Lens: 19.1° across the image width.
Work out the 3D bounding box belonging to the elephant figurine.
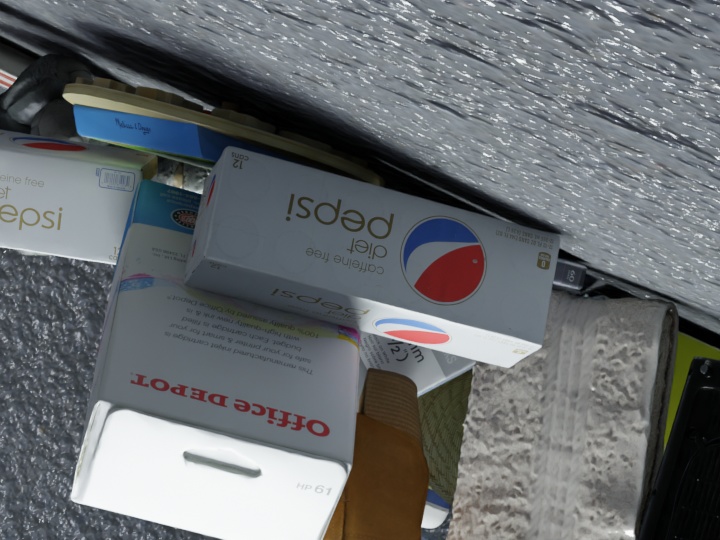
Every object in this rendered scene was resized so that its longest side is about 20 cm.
[{"bbox_3d":[-0.166,-0.067,1.493,0.199,0.142,0.156,5,-139,-45],"label":"elephant figurine"}]

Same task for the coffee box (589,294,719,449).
[{"bbox_3d":[0.202,0.148,1.435,0.199,0.201,0.198,24,178,1],"label":"coffee box"}]

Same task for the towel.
[{"bbox_3d":[0.119,0.111,1.300,0.132,0.202,0.034,7,179,33],"label":"towel"}]

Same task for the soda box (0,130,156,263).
[{"bbox_3d":[-0.232,-0.053,1.345,0.198,0.064,0.068,9,-169,1],"label":"soda box"}]

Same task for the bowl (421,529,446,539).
[{"bbox_3d":[0.091,0.249,1.510,0.199,0.075,0.200,26,179,-34],"label":"bowl"}]

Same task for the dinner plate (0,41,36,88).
[{"bbox_3d":[-0.277,-0.158,1.640,0.199,0.024,0.200,25,176,2],"label":"dinner plate"}]

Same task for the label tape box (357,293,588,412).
[{"bbox_3d":[0.049,0.041,1.420,0.066,0.199,0.143,60,-177,1],"label":"label tape box"}]

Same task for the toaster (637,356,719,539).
[{"bbox_3d":[0.260,0.165,1.230,0.180,0.201,0.118,10,167,41],"label":"toaster"}]

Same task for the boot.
[{"bbox_3d":[-0.058,0.118,1.287,0.199,0.145,0.071,6,137,0],"label":"boot"}]

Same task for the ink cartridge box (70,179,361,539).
[{"bbox_3d":[-0.078,0.054,1.219,0.143,0.085,0.201,15,-143,-9],"label":"ink cartridge box"}]

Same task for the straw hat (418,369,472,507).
[{"bbox_3d":[0.135,0.099,1.585,0.200,0.202,0.085,25,159,-18],"label":"straw hat"}]

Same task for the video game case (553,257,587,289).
[{"bbox_3d":[0.025,-0.024,1.319,0.199,0.019,0.143,16,179,-15],"label":"video game case"}]

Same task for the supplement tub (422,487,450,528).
[{"bbox_3d":[0.038,0.087,1.689,0.144,0.201,0.144,24,177,1],"label":"supplement tub"}]

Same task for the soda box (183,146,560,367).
[{"bbox_3d":[0.007,-0.005,1.194,0.199,0.069,0.064,15,162,-11],"label":"soda box"}]

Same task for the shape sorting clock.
[{"bbox_3d":[-0.080,-0.080,1.269,0.198,0.040,0.200,13,180,0],"label":"shape sorting clock"}]
